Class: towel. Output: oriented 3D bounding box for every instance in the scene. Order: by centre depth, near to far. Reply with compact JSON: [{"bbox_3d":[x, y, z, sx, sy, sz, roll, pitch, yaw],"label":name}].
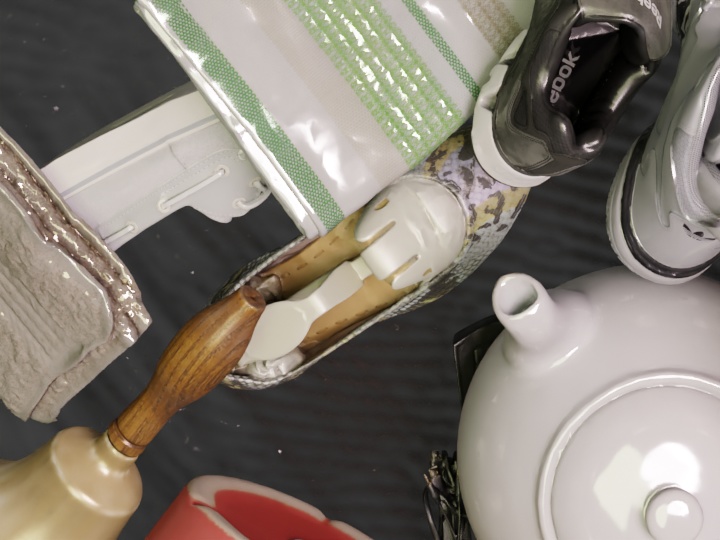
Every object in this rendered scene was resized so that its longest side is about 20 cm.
[{"bbox_3d":[0.008,-0.132,1.079,0.200,0.031,0.150,-40,102,-13],"label":"towel"},{"bbox_3d":[-0.200,-0.018,1.161,0.200,0.034,0.132,48,138,-2],"label":"towel"}]

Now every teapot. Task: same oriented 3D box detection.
[{"bbox_3d":[0.141,0.100,1.079,0.198,0.146,0.199,8,102,-4],"label":"teapot"}]

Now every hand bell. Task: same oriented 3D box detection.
[{"bbox_3d":[-0.111,0.079,1.143,0.104,0.104,0.200,43,117,-2],"label":"hand bell"}]

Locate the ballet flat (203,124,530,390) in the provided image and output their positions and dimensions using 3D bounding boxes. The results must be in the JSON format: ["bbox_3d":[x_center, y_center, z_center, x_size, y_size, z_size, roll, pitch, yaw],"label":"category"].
[{"bbox_3d":[0.000,0.000,1.138,0.200,0.072,0.072,-34,96,17],"label":"ballet flat"}]

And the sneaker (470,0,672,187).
[{"bbox_3d":[0.115,-0.132,1.049,0.066,0.090,0.202,21,87,-21],"label":"sneaker"}]

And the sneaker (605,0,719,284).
[{"bbox_3d":[0.179,-0.092,1.026,0.075,0.115,0.201,24,79,-10],"label":"sneaker"}]

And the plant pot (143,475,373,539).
[{"bbox_3d":[-0.061,0.213,1.148,0.199,0.200,0.178,28,98,3],"label":"plant pot"}]

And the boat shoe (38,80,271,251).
[{"bbox_3d":[-0.079,-0.056,1.138,0.199,0.072,0.069,-26,101,15],"label":"boat shoe"}]

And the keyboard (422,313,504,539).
[{"bbox_3d":[0.078,0.117,1.178,0.103,0.040,0.202,-10,102,-11],"label":"keyboard"}]
